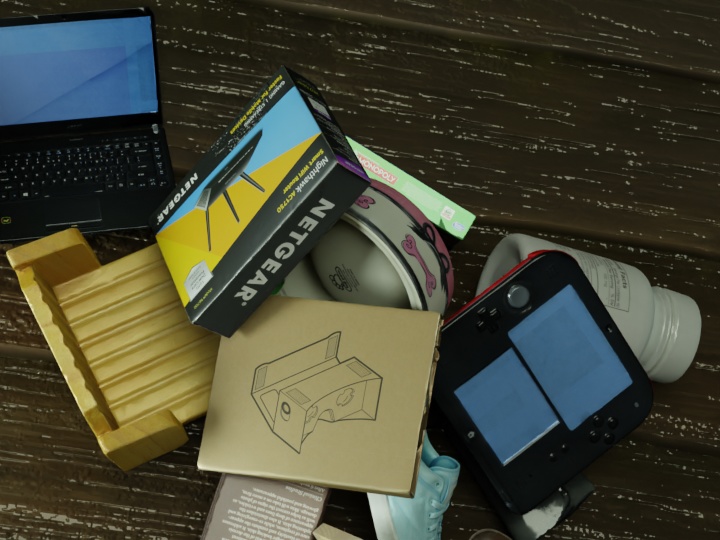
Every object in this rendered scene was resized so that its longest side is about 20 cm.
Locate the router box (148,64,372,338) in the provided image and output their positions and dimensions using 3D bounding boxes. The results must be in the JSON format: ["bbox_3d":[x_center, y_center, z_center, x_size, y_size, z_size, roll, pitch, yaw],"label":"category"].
[{"bbox_3d":[-0.093,-0.062,1.479,0.051,0.200,0.149,26,24,-41],"label":"router box"}]

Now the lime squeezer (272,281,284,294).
[{"bbox_3d":[-0.073,0.044,1.553,0.070,0.201,0.038,16,26,24],"label":"lime squeezer"}]

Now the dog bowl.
[{"bbox_3d":[0.000,0.000,1.544,0.200,0.200,0.074,43,53,5],"label":"dog bowl"}]

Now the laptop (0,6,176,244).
[{"bbox_3d":[-0.268,-0.139,1.573,0.176,0.104,0.201,-6,52,-12],"label":"laptop"}]

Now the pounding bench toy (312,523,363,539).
[{"bbox_3d":[-0.012,0.349,1.409,0.156,0.124,0.200,-39,106,-18],"label":"pounding bench toy"}]

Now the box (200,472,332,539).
[{"bbox_3d":[-0.085,0.219,1.505,0.100,0.075,0.201,20,74,-4],"label":"box"}]

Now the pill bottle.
[{"bbox_3d":[0.219,0.043,1.596,0.199,0.114,0.115,15,70,-19],"label":"pill bottle"}]

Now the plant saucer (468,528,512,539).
[{"bbox_3d":[0.127,0.324,1.435,0.032,0.200,0.201,-25,75,24],"label":"plant saucer"}]

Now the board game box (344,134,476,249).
[{"bbox_3d":[0.015,-0.087,1.597,0.199,0.135,0.029,32,86,0],"label":"board game box"}]

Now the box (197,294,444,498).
[{"bbox_3d":[-0.035,0.107,1.461,0.199,0.021,0.164,6,75,17],"label":"box"}]

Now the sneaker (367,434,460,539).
[{"bbox_3d":[0.056,0.209,1.508,0.082,0.074,0.201,-14,102,19],"label":"sneaker"}]

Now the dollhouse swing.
[{"bbox_3d":[-0.187,0.049,1.509,0.175,0.182,0.201,-26,78,-6],"label":"dollhouse swing"}]

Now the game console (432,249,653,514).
[{"bbox_3d":[0.160,0.099,1.508,0.177,0.031,0.200,-38,109,-11],"label":"game console"}]

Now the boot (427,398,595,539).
[{"bbox_3d":[0.103,0.179,1.572,0.165,0.066,0.200,-34,86,-17],"label":"boot"}]
